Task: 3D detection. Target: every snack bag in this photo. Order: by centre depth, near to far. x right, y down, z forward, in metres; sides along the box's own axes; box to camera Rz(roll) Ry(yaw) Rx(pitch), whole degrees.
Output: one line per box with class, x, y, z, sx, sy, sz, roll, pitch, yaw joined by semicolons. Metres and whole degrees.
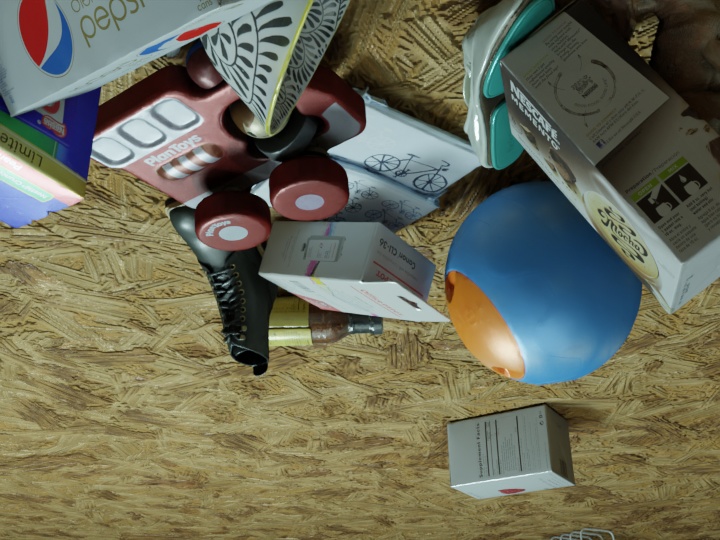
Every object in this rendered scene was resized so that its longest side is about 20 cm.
snack bag;0.011;-0.094;0.834;0.186;0.022;0.199;16;149;-34

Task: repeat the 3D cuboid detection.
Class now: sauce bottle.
sauce bottle;-0.068;0.067;1.099;0.195;0.067;0.066;0;152;2

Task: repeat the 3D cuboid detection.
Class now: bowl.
bowl;-0.051;-0.197;0.522;0.093;0.203;0.201;27;148;-3

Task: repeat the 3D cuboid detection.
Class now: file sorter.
file sorter;0.631;0.831;2.440;0.136;0.127;0.200;12;150;-24

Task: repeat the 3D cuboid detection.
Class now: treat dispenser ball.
treat dispenser ball;0.183;0.012;0.854;0.196;0.205;0.202;0;152;0

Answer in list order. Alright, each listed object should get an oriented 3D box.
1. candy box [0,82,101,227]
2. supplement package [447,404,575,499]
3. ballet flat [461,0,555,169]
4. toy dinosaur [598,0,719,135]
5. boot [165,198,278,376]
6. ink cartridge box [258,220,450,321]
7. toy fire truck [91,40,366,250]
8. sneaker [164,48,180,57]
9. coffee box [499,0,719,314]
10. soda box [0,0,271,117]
candy box;-0.251;-0.158;0.542;0.076;0.204;0.169;-16;149;28
supplement package;0.272;0.334;1.531;0.197;0.122;0.121;-17;148;29
ballet flat;0.108;-0.161;0.682;0.068;0.071;0.201;-1;151;3
toy dinosaur;0.239;-0.147;0.621;0.133;0.086;0.204;-2;111;36
boot;-0.146;0.017;0.930;0.076;0.141;0.200;-14;148;25
ink cartridge box;0.000;0.000;0.908;0.197;0.069;0.116;5;161;41
toy fire truck;-0.104;-0.109;0.670;0.197;0.115;0.167;-20;152;28
sneaker;-0.160;-0.235;0.551;0.109;0.079;0.202;9;142;-6
coffee box;0.193;-0.083;0.615;0.079;0.201;0.113;-35;156;1
soda box;-0.129;-0.146;0.456;0.197;0.068;0.065;-10;107;39
